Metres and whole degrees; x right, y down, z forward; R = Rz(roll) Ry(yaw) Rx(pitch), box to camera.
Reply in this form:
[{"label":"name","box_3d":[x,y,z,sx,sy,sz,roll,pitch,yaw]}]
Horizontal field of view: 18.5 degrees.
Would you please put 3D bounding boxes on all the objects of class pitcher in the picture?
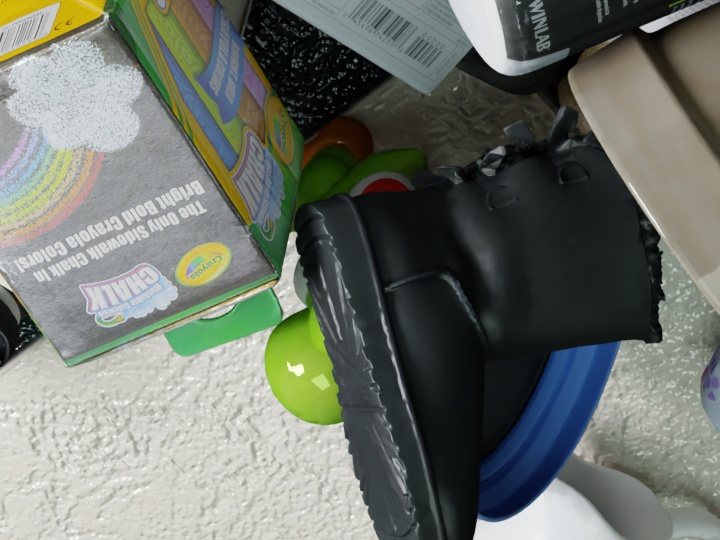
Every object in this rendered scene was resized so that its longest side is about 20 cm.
[{"label":"pitcher","box_3d":[0.115,0.205,1.325,0.171,0.121,0.201,23,113,-26]}]

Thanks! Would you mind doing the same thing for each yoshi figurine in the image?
[{"label":"yoshi figurine","box_3d":[-0.012,0.008,1.149,0.112,0.200,0.113,-9,117,8]}]

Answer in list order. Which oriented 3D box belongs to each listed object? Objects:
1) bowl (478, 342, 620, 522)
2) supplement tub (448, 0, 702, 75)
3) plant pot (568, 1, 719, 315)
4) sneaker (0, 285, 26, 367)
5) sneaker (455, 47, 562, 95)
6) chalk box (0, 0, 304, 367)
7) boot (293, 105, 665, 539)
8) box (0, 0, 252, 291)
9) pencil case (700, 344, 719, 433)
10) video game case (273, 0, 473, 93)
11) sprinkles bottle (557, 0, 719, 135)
[{"label":"bowl","box_3d":[0.086,0.031,1.168,0.039,0.201,0.202,19,129,27]},{"label":"supplement tub","box_3d":[0.129,-0.175,0.963,0.199,0.123,0.123,-22,121,-5]},{"label":"plant pot","box_3d":[0.218,-0.059,0.981,0.173,0.200,0.200,-37,114,11]},{"label":"sneaker","box_3d":[-0.289,0.028,1.256,0.199,0.112,0.073,-6,123,11]},{"label":"sneaker","box_3d":[0.024,-0.146,1.109,0.066,0.091,0.200,-36,113,28]},{"label":"chalk box","box_3d":[-0.107,-0.048,1.043,0.124,0.124,0.201,-21,121,18]},{"label":"boot","box_3d":[0.068,0.033,1.035,0.161,0.073,0.200,-14,86,-19]},{"label":"box","box_3d":[-0.160,-0.104,1.150,0.127,0.109,0.200,32,122,-15]},{"label":"pencil case","box_3d":[0.259,0.015,1.193,0.090,0.083,0.201,33,126,12]},{"label":"video game case","box_3d":[0.023,-0.189,1.004,0.199,0.023,0.182,28,113,-41]},{"label":"sprinkles bottle","box_3d":[0.172,-0.149,1.102,0.068,0.068,0.201,24,124,-10]}]
